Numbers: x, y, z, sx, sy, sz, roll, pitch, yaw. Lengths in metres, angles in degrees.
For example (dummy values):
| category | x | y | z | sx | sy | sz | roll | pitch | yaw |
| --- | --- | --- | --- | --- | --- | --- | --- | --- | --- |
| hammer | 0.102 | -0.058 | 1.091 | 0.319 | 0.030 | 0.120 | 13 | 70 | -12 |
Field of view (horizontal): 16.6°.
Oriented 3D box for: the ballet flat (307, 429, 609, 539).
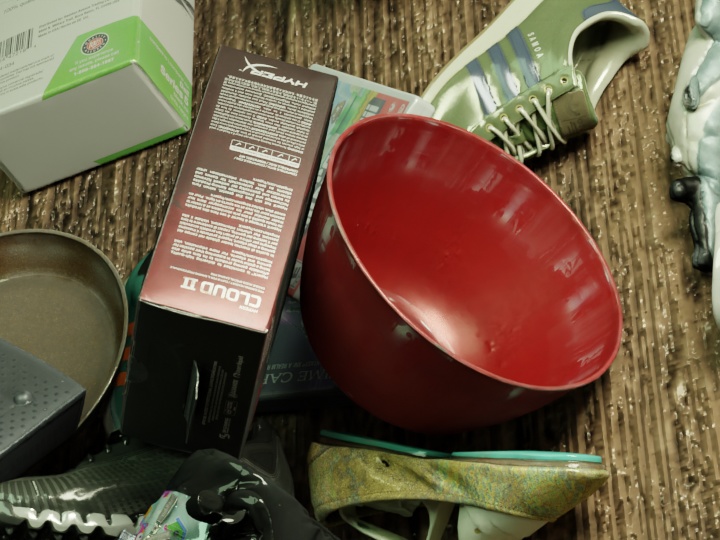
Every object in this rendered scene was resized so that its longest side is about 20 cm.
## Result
| category | x | y | z | sx | sy | sz | roll | pitch | yaw |
| --- | --- | --- | --- | --- | --- | --- | --- | --- | --- |
| ballet flat | 0.052 | 0.129 | 1.391 | 0.199 | 0.071 | 0.071 | 2 | 56 | 37 |

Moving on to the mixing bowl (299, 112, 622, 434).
| category | x | y | z | sx | sy | sz | roll | pitch | yaw |
| --- | --- | --- | --- | --- | --- | --- | --- | --- | --- |
| mixing bowl | 0.041 | 0.020 | 1.420 | 0.108 | 0.199 | 0.201 | -51 | 31 | 36 |

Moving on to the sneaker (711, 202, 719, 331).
| category | x | y | z | sx | sy | sz | roll | pitch | yaw |
| --- | --- | --- | --- | --- | --- | --- | --- | --- | --- |
| sneaker | 0.257 | -0.048 | 1.387 | 0.115 | 0.074 | 0.201 | 4 | 58 | 34 |

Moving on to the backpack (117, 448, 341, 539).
| category | x | y | z | sx | sy | sz | roll | pitch | yaw |
| --- | --- | --- | --- | --- | --- | --- | --- | --- | --- |
| backpack | -0.089 | 0.217 | 1.357 | 0.200 | 0.167 | 0.126 | -55 | 25 | -12 |

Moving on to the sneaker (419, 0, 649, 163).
| category | x | y | z | sx | sy | sz | roll | pitch | yaw |
| --- | --- | --- | --- | --- | --- | --- | --- | --- | --- |
| sneaker | 0.104 | -0.105 | 1.537 | 0.090 | 0.067 | 0.200 | 21 | 59 | 34 |

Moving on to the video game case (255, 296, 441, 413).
| category | x | y | z | sx | sy | sz | roll | pitch | yaw |
| --- | --- | --- | --- | --- | --- | --- | --- | --- | --- |
| video game case | 0.000 | 0.000 | 1.567 | 0.142 | 0.019 | 0.201 | -6 | 52 | 31 |

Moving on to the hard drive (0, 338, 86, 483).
| category | x | y | z | sx | sy | sz | roll | pitch | yaw |
| --- | --- | --- | --- | --- | --- | --- | --- | --- | --- |
| hard drive | -0.273 | 0.082 | 1.485 | 0.199 | 0.043 | 0.135 | 22 | 44 | 34 |

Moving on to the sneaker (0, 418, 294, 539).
| category | x | y | z | sx | sy | sz | roll | pitch | yaw |
| --- | --- | --- | --- | --- | --- | --- | --- | --- | --- |
| sneaker | -0.130 | 0.121 | 1.440 | 0.199 | 0.066 | 0.091 | 1 | 69 | -17 |

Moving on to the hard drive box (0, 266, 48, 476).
| category | x | y | z | sx | sy | sz | roll | pitch | yaw |
| --- | --- | --- | --- | --- | --- | --- | --- | --- | --- |
| hard drive box | -0.293 | 0.078 | 1.663 | 0.199 | 0.077 | 0.156 | 0 | 54 | 35 |

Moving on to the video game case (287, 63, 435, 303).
| category | x | y | z | sx | sy | sz | roll | pitch | yaw |
| --- | --- | --- | --- | --- | --- | --- | --- | --- | --- |
| video game case | -0.030 | -0.057 | 1.565 | 0.143 | 0.017 | 0.200 | -59 | 22 | -2 |

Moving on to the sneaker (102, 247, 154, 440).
| category | x | y | z | sx | sy | sz | roll | pitch | yaw |
| --- | --- | --- | --- | --- | --- | --- | --- | --- | --- |
| sneaker | -0.117 | 0.053 | 1.545 | 0.080 | 0.071 | 0.201 | -58 | 30 | 34 |

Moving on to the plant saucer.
| category | x | y | z | sx | sy | sz | roll | pitch | yaw |
| --- | --- | --- | --- | --- | --- | --- | --- | --- | --- |
| plant saucer | -0.231 | 0.062 | 1.557 | 0.199 | 0.032 | 0.201 | -13 | 50 | 17 |

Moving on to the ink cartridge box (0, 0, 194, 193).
| category | x | y | z | sx | sy | sz | roll | pitch | yaw |
| --- | --- | --- | --- | --- | --- | --- | --- | --- | --- |
| ink cartridge box | -0.201 | -0.175 | 1.812 | 0.145 | 0.084 | 0.201 | -19 | 46 | 20 |

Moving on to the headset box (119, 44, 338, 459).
| category | x | y | z | sx | sy | sz | roll | pitch | yaw |
| --- | --- | --- | --- | --- | --- | --- | --- | --- | --- |
| headset box | -0.077 | 0.000 | 1.397 | 0.077 | 0.149 | 0.201 | 14 | 55 | -1 |

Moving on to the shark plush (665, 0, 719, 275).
| category | x | y | z | sx | sy | sz | roll | pitch | yaw |
| --- | --- | --- | --- | --- | --- | --- | --- | --- | --- |
| shark plush | 0.226 | -0.096 | 1.460 | 0.083 | 0.091 | 0.201 | 14 | 53 | 7 |
